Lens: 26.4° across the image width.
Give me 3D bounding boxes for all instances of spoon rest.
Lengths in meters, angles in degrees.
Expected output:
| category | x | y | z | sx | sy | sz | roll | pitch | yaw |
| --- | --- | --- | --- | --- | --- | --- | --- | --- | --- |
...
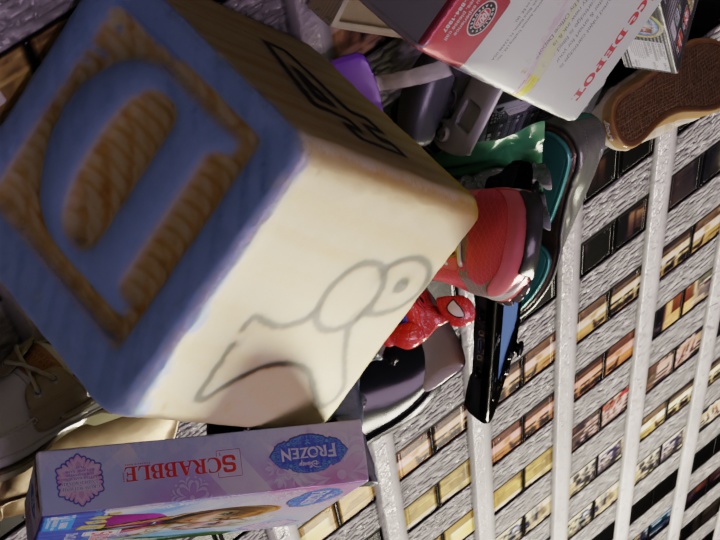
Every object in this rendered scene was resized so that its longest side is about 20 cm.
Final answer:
| category | x | y | z | sx | sy | sz | roll | pitch | yaw |
| --- | --- | --- | --- | --- | --- | --- | --- | --- | --- |
| spoon rest | 0.000 | 0.000 | 1.127 | 0.099 | 0.200 | 0.061 | -35 | -160 | 25 |

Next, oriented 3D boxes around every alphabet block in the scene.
| category | x | y | z | sx | sy | sz | roll | pitch | yaw |
| --- | --- | --- | --- | --- | --- | --- | --- | --- | --- |
| alphabet block | -0.085 | -0.036 | 0.922 | 0.196 | 0.197 | 0.199 | -51 | 150 | 14 |

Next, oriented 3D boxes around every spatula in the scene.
| category | x | y | z | sx | sy | sz | roll | pitch | yaw |
| --- | --- | --- | --- | --- | --- | --- | --- | --- | --- |
| spatula | 0.047 | -0.136 | 1.047 | 0.198 | 0.021 | 0.057 | -16 | 112 | 8 |

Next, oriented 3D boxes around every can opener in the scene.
| category | x | y | z | sx | sy | sz | roll | pitch | yaw |
| --- | --- | --- | --- | --- | --- | --- | --- | --- | --- |
| can opener | 0.086 | -0.168 | 1.062 | 0.066 | 0.053 | 0.201 | -8 | 132 | -46 |

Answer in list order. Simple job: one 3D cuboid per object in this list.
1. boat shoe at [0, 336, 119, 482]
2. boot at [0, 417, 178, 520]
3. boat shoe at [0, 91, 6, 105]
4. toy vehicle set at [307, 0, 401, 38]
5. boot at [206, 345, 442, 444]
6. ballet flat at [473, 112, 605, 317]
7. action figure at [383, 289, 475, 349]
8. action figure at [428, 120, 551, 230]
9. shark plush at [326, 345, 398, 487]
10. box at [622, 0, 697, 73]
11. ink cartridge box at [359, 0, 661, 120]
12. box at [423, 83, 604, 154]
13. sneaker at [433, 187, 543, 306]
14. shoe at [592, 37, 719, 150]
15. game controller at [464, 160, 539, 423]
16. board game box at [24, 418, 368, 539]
| category | x | y | z | sx | sy | sz | roll | pitch | yaw |
| --- | --- | --- | --- | --- | --- | --- | --- | --- | --- |
| boat shoe | -0.217 | 0.078 | 1.029 | 0.199 | 0.074 | 0.069 | -28 | 144 | -45 |
| boot | -0.232 | 0.163 | 1.116 | 0.199 | 0.066 | 0.176 | -16 | 140 | -43 |
| boat shoe | -0.240 | -0.117 | 0.757 | 0.057 | 0.067 | 0.200 | -46 | 154 | -7 |
| toy vehicle set | 0.062 | -0.217 | 1.052 | 0.199 | 0.027 | 0.125 | -2 | 129 | -50 |
| boot | -0.022 | 0.097 | 1.283 | 0.200 | 0.077 | 0.168 | -41 | 155 | 5 |
| ballet flat | 0.150 | -0.040 | 1.241 | 0.063 | 0.067 | 0.201 | -25 | 144 | -42 |
| action figure | -0.019 | 0.018 | 1.067 | 0.066 | 0.197 | 0.052 | -74 | 171 | -55 |
| action figure | 0.043 | -0.046 | 1.150 | 0.197 | 0.055 | 0.119 | -9 | 133 | -1 |
| shark plush | -0.011 | 0.061 | 1.162 | 0.082 | 0.202 | 0.091 | -13 | 138 | 8 |
| box | 0.215 | -0.261 | 1.099 | 0.200 | 0.044 | 0.162 | 54 | 52 | -60 |
| ink cartridge box | 0.082 | -0.203 | 0.919 | 0.146 | 0.145 | 0.199 | -54 | 149 | 14 |
| box | 0.105 | -0.092 | 1.237 | 0.157 | 0.050 | 0.201 | -15 | 138 | -41 |
| sneaker | 0.047 | -0.019 | 1.000 | 0.086 | 0.200 | 0.075 | 6 | 88 | -24 |
| shoe | 0.264 | -0.156 | 1.364 | 0.199 | 0.071 | 0.053 | -26 | -172 | -37 |
| game controller | 0.102 | 0.019 | 1.120 | 0.201 | 0.042 | 0.105 | 88 | 10 | -45 |
| board game box | -0.114 | 0.143 | 0.994 | 0.197 | 0.042 | 0.200 | -4 | 165 | -15 |
